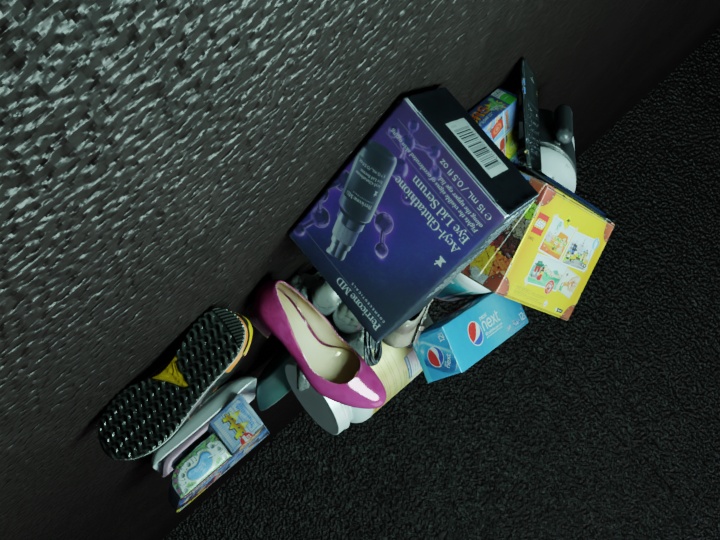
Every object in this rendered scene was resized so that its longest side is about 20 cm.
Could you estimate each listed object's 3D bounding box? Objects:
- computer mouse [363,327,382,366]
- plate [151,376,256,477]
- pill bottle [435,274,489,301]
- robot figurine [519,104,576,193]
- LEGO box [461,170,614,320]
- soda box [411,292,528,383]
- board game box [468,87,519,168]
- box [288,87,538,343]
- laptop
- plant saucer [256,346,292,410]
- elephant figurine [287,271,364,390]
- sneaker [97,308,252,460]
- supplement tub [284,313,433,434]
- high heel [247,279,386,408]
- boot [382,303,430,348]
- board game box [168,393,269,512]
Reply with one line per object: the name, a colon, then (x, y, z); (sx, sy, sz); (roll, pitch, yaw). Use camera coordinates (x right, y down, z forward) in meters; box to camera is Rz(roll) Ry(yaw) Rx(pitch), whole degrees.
computer mouse: (0.011, 0.011, 1.060); (0.033, 0.205, 0.059); (-2, 160, 19)
plate: (-0.248, 0.241, 1.419); (0.199, 0.032, 0.200); (-40, 172, -16)
pill bottle: (0.148, -0.015, 1.344); (0.110, 0.112, 0.200); (-39, -174, -19)
robot figurine: (0.259, -0.162, 1.344); (0.122, 0.152, 0.202); (-4, -142, 14)
LEGO box: (0.236, -0.032, 1.200); (0.198, 0.077, 0.151); (19, 99, -48)
soda box: (0.156, 0.084, 1.266); (0.064, 0.069, 0.199); (-24, -178, 40)
board game box: (0.150, -0.112, 1.154); (0.135, 0.034, 0.202); (-41, 144, -25)
box: (0.050, -0.054, 0.888); (0.200, 0.148, 0.104); (-47, 170, 31)
laptop: (0.266, -0.161, 1.151); (0.101, 0.205, 0.177); (-3, -177, 16)
plant saucer: (-0.104, 0.137, 1.441); (0.200, 0.036, 0.200); (-46, -173, 7)
elephant figurine: (-0.013, 0.030, 1.164); (0.152, 0.144, 0.201); (-14, -157, 26)
sneaker: (-0.186, 0.124, 0.949); (0.200, 0.070, 0.090); (-45, 169, 3)
supplement tub: (0.003, 0.125, 1.302); (0.199, 0.145, 0.145); (-37, 171, -23)
high heel: (-0.041, 0.088, 1.023); (0.068, 0.198, 0.096); (-61, -171, -29)
boot: (0.076, 0.013, 1.200); (0.147, 0.069, 0.204); (117, -8, -68)
board game box: (-0.218, 0.269, 1.384); (0.199, 0.062, 0.200); (-39, 170, -26)
